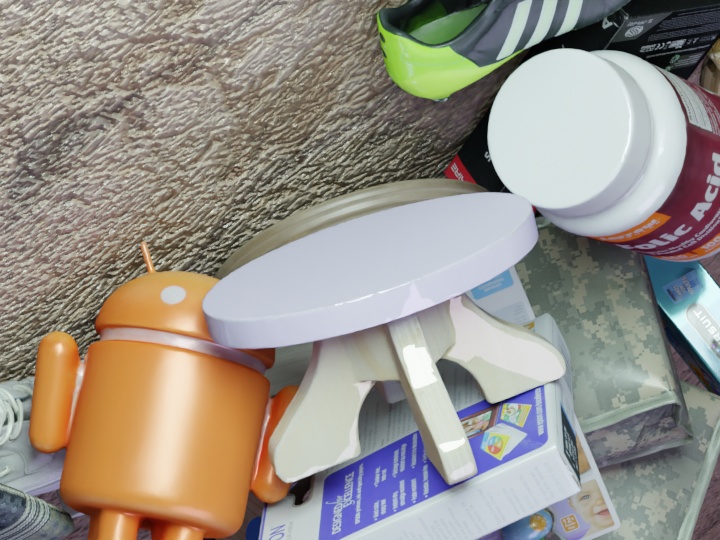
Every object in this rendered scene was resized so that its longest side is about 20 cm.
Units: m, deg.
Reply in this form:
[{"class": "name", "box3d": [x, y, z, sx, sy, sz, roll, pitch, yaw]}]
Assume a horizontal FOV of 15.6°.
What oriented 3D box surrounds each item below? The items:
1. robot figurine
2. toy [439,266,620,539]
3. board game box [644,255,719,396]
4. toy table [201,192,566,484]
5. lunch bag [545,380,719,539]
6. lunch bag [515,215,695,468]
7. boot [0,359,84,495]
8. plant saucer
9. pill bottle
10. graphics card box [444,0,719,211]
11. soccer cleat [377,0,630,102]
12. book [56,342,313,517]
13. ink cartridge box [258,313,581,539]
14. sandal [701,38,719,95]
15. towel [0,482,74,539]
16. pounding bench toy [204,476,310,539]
[{"class": "robot figurine", "box3d": [-0.117, 0.087, 1.582, 0.117, 0.143, 0.201, 33, 65, -60]}, {"class": "toy", "box3d": [0.081, 0.103, 1.719, 0.115, 0.201, 0.047, -22, -170, 9]}, {"class": "board game box", "box3d": [0.275, 0.062, 2.000, 0.047, 0.200, 0.151, -38, 173, 0]}, {"class": "toy table", "box3d": [0.018, 0.041, 1.537, 0.199, 0.118, 0.184, -16, -159, 2]}, {"class": "lunch bag", "box3d": [0.164, 0.167, 1.923, 0.118, 0.163, 0.201, 104, 7, -76]}, {"class": "lunch bag", "box3d": [0.113, 0.063, 1.818, 0.199, 0.165, 0.118, -17, 158, 7]}, {"class": "boot", "box3d": [-0.219, 0.101, 1.605, 0.199, 0.074, 0.096, -28, 163, -14]}, {"class": "plant saucer", "box3d": [0.000, 0.000, 1.709, 0.199, 0.030, 0.200, -16, 159, -6]}, {"class": "pill bottle", "box3d": [0.165, -0.072, 1.622, 0.114, 0.114, 0.200, -43, 155, 19]}, {"class": "graphics card box", "box3d": [0.153, -0.119, 1.723, 0.125, 0.051, 0.200, -13, 150, -41]}, {"class": "soccer cleat", "box3d": [0.100, -0.171, 1.537, 0.199, 0.068, 0.081, -33, 149, -3]}, {"class": "book", "box3d": [-0.098, 0.105, 1.776, 0.200, 0.048, 0.133, -36, 162, 36]}, {"class": "ink cartridge box", "box3d": [0.036, 0.116, 1.602, 0.199, 0.044, 0.198, -23, -160, 12]}, {"class": "sandal", "box3d": [0.277, -0.151, 1.806, 0.077, 0.070, 0.212, -32, 157, -7]}, {"class": "towel", "box3d": [-0.302, 0.159, 1.568, 0.199, 0.035, 0.192, -26, 151, 24]}, {"class": "pounding bench toy", "box3d": [-0.035, 0.168, 1.903, 0.124, 0.156, 0.201, 0, 119, -52]}]
